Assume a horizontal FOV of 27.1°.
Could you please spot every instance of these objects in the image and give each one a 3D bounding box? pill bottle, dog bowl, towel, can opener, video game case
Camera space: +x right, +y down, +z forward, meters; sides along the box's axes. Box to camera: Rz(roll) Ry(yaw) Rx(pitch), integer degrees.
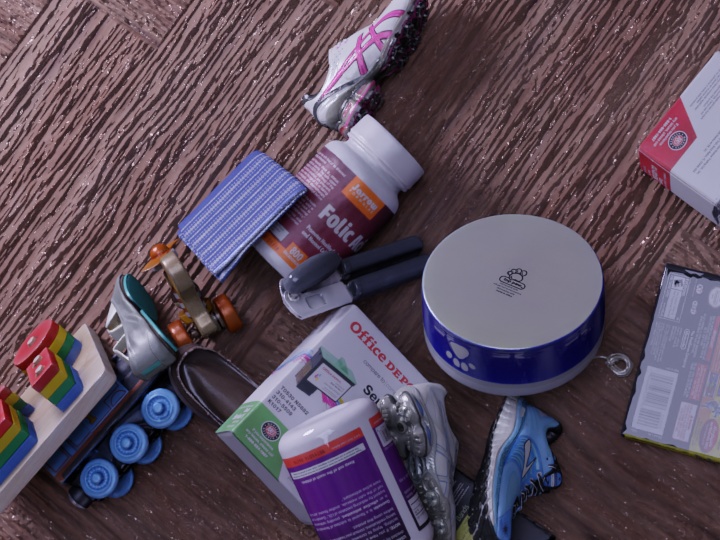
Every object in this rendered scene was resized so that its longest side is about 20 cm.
[{"bbox_3d":[-0.029,-0.076,1.724,0.200,0.114,0.114,-45,72,1],"label":"pill bottle"},{"bbox_3d":[0.166,0.035,1.627,0.199,0.079,0.201,-4,48,4],"label":"dog bowl"},{"bbox_3d":[0.003,0.240,1.534,0.112,0.112,0.201,-24,90,7],"label":"pill bottle"},{"bbox_3d":[-0.139,-0.066,1.729,0.145,0.200,0.024,-46,115,-2],"label":"towel"},{"bbox_3d":[0.000,0.000,1.673,0.199,0.067,0.053,-19,68,-31],"label":"can opener"},{"bbox_3d":[0.397,0.109,1.631,0.180,0.026,0.201,14,81,16],"label":"video game case"}]

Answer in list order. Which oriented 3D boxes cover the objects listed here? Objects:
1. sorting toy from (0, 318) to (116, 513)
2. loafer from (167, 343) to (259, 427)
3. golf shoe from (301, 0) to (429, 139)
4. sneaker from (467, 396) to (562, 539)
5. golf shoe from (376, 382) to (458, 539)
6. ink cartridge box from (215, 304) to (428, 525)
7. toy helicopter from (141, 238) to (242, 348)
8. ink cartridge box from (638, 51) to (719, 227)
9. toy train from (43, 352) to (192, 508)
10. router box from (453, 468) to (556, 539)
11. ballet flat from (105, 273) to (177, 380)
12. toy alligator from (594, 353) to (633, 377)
[{"bbox_3d":[-0.383,0.151,1.714,0.070,0.199,0.200,41,89,-21],"label":"sorting toy"},{"bbox_3d":[-0.131,0.153,1.691,0.200,0.071,0.073,41,67,-3],"label":"loafer"},{"bbox_3d":[0.006,-0.259,1.779,0.092,0.073,0.200,31,87,19],"label":"golf shoe"},{"bbox_3d":[0.174,0.217,1.598,0.090,0.079,0.200,20,47,3],"label":"sneaker"},{"bbox_3d":[0.082,0.216,1.601,0.078,0.097,0.201,0,104,42],"label":"golf shoe"},{"bbox_3d":[-0.034,0.157,1.638,0.145,0.084,0.200,46,71,-7],"label":"ink cartridge box"},{"bbox_3d":[-0.204,0.013,1.701,0.079,0.200,0.133,-30,77,-8],"label":"toy helicopter"},{"bbox_3d":[0.429,-0.119,1.642,0.200,0.084,0.144,39,88,19],"label":"ink cartridge box"},{"bbox_3d":[-0.284,0.179,1.738,0.114,0.087,0.200,41,90,12],"label":"toy train"},{"bbox_3d":[0.094,0.330,1.638,0.157,0.052,0.200,33,87,18],"label":"router box"},{"bbox_3d":[-0.264,0.064,1.726,0.064,0.067,0.200,-41,31,0],"label":"ballet flat"},{"bbox_3d":[0.203,0.086,1.665,0.199,0.054,0.060,9,80,15],"label":"toy alligator"}]
